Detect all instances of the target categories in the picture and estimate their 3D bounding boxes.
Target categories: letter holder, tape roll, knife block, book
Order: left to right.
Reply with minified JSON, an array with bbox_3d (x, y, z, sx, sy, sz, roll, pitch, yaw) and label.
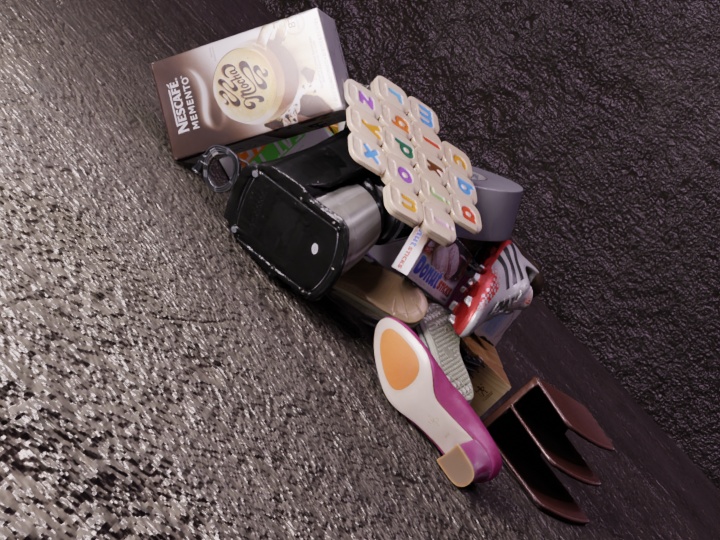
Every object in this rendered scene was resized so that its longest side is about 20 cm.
[{"bbox_3d":[-0.112,-0.166,1.381,0.048,0.134,0.201,34,16,-46],"label":"book"},{"bbox_3d":[0.103,-0.098,1.422,0.198,0.067,0.200,13,13,-3],"label":"tape roll"},{"bbox_3d":[0.113,0.101,1.477,0.176,0.064,0.200,45,11,-14],"label":"knife block"},{"bbox_3d":[0.265,0.242,1.465,0.143,0.100,0.200,55,13,32],"label":"letter holder"}]

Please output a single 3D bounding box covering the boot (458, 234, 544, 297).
[{"bbox_3d":[0.169,-0.041,1.516,0.200,0.075,0.097,40,3,9],"label":"boot"}]

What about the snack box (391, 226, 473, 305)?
[{"bbox_3d":[0.087,-0.011,1.307,0.024,0.072,0.200,31,-1,20],"label":"snack box"}]

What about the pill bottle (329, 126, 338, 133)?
[{"bbox_3d":[-0.077,-0.154,1.528,0.115,0.114,0.200,51,12,23],"label":"pill bottle"}]

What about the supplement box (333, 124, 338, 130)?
[{"bbox_3d":[-0.062,-0.207,1.693,0.198,0.069,0.067,5,34,-26],"label":"supplement box"}]

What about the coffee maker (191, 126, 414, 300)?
[{"bbox_3d":[-0.039,-0.089,1.211,0.193,0.134,0.200,56,37,1],"label":"coffee maker"}]

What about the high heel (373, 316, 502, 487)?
[{"bbox_3d":[0.086,0.137,1.206,0.201,0.067,0.096,55,22,17],"label":"high heel"}]

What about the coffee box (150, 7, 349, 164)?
[{"bbox_3d":[-0.115,-0.198,1.232,0.080,0.198,0.114,-7,82,-77],"label":"coffee box"}]

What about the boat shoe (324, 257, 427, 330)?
[{"bbox_3d":[-0.018,0.013,1.286,0.199,0.065,0.072,30,48,6],"label":"boat shoe"}]

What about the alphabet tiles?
[{"bbox_3d":[0.056,-0.121,1.220,0.195,0.015,0.202,27,41,-34],"label":"alphabet tiles"}]

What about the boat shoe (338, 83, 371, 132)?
[{"bbox_3d":[-0.002,-0.145,1.485,0.060,0.204,0.072,11,2,23],"label":"boat shoe"}]

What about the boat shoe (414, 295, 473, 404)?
[{"bbox_3d":[0.081,0.099,1.310,0.074,0.062,0.201,28,29,-26],"label":"boat shoe"}]

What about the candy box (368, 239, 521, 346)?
[{"bbox_3d":[0.099,-0.001,1.506,0.199,0.072,0.168,33,7,-36],"label":"candy box"}]

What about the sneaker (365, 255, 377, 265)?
[{"bbox_3d":[0.036,-0.023,1.601,0.089,0.074,0.200,55,11,30],"label":"sneaker"}]

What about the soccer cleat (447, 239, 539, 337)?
[{"bbox_3d":[0.168,0.028,1.376,0.085,0.069,0.200,37,34,-2],"label":"soccer cleat"}]
